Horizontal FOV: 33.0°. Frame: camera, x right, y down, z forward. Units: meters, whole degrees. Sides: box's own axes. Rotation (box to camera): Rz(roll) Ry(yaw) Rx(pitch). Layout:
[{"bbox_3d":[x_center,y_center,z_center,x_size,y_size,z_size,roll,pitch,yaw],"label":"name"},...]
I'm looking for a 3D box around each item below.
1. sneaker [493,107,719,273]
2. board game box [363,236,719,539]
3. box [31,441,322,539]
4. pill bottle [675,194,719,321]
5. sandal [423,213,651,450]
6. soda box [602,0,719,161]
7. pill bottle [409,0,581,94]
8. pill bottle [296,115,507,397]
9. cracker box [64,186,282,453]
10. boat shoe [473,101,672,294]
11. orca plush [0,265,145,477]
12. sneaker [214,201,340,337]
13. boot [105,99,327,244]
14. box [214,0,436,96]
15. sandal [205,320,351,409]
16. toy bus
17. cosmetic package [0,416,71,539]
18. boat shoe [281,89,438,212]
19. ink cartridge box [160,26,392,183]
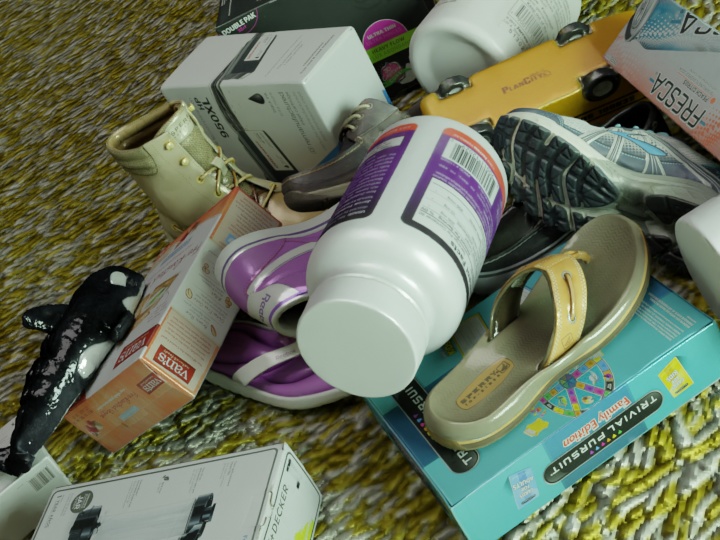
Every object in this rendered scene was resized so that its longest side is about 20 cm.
[{"bbox_3d":[0.190,-0.067,0.875,0.199,0.078,0.086,29,48,20],"label":"sneaker"},{"bbox_3d":[0.116,0.072,0.801,0.199,0.047,0.151,-34,33,-5],"label":"board game box"},{"bbox_3d":[-0.133,0.194,0.823,0.199,0.060,0.117,-15,36,23],"label":"box"},{"bbox_3d":[0.303,-0.041,0.742,0.199,0.114,0.114,-31,33,0],"label":"pill bottle"},{"bbox_3d":[0.111,0.029,0.768,0.200,0.054,0.080,-42,35,-18],"label":"sandal"},{"bbox_3d":[0.252,-0.128,0.864,0.069,0.063,0.200,-55,31,18],"label":"soda box"},{"bbox_3d":[0.140,-0.242,1.132,0.114,0.115,0.200,6,48,42],"label":"pill bottle"},{"bbox_3d":[0.028,-0.010,0.838,0.111,0.112,0.200,-9,33,29],"label":"pill bottle"},{"bbox_3d":[-0.152,0.039,1.001,0.134,0.058,0.201,-35,24,43],"label":"cracker box"},{"bbox_3d":[0.154,-0.058,0.932,0.199,0.057,0.069,-35,34,-7],"label":"boat shoe"},{"bbox_3d":[-0.249,0.064,0.974,0.201,0.071,0.105,-57,17,-20],"label":"orca plush"},{"bbox_3d":[0.000,0.001,0.945,0.200,0.073,0.114,-24,37,-27],"label":"sneaker"},{"bbox_3d":[-0.117,-0.081,1.083,0.199,0.156,0.073,-6,40,32],"label":"boot"},{"bbox_3d":[-0.025,-0.252,1.241,0.199,0.149,0.125,-22,32,13],"label":"box"},{"bbox_3d":[-0.066,0.063,0.949,0.202,0.050,0.083,-2,43,39],"label":"sandal"},{"bbox_3d":[0.154,-0.141,1.002,0.199,0.078,0.065,-24,56,3],"label":"toy bus"},{"bbox_3d":[-0.326,0.210,0.959,0.200,0.051,0.082,-40,37,-15],"label":"cosmetic package"},{"bbox_3d":[0.012,-0.107,1.038,0.199,0.074,0.074,-23,0,-31],"label":"boat shoe"},{"bbox_3d":[-0.069,-0.141,1.134,0.199,0.145,0.084,6,48,43],"label":"ink cartridge box"}]
